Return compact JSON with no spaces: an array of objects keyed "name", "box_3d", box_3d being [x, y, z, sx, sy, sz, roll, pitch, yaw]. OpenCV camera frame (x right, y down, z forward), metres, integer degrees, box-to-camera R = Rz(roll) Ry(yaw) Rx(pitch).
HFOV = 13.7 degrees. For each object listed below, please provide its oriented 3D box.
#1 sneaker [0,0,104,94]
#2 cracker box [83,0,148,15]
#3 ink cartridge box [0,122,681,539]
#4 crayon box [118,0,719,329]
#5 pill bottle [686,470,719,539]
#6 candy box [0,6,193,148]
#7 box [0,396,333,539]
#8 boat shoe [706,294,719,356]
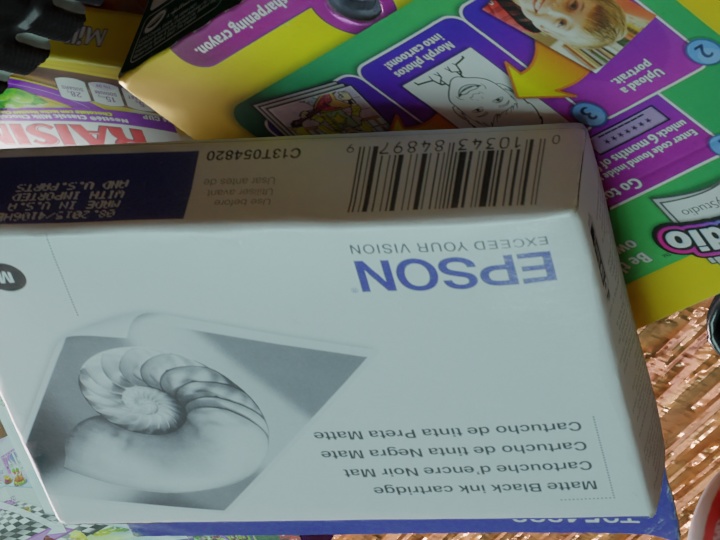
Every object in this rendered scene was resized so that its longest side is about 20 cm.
[{"name":"sneaker","box_3d":[-0.110,-0.133,0.861,0.200,0.116,0.076,-41,155,13]},{"name":"cracker box","box_3d":[-0.153,-0.103,1.045,0.200,0.058,0.134,-4,148,35]},{"name":"ink cartridge box","box_3d":[-0.011,0.038,0.924,0.199,0.041,0.200,-2,139,16]},{"name":"crayon box","box_3d":[0.057,-0.061,0.871,0.172,0.058,0.200,35,143,-24]},{"name":"pill bottle","box_3d":[0.236,0.120,1.173,0.200,0.114,0.114,-10,143,43]},{"name":"candy box","box_3d":[-0.132,-0.062,1.017,0.200,0.026,0.102,9,159,13]},{"name":"box","box_3d":[-0.121,0.057,1.060,0.200,0.039,0.137,-14,112,26]},{"name":"boat shoe","box_3d":[0.175,0.000,0.988,0.075,0.066,0.199,59,156,-11]}]
